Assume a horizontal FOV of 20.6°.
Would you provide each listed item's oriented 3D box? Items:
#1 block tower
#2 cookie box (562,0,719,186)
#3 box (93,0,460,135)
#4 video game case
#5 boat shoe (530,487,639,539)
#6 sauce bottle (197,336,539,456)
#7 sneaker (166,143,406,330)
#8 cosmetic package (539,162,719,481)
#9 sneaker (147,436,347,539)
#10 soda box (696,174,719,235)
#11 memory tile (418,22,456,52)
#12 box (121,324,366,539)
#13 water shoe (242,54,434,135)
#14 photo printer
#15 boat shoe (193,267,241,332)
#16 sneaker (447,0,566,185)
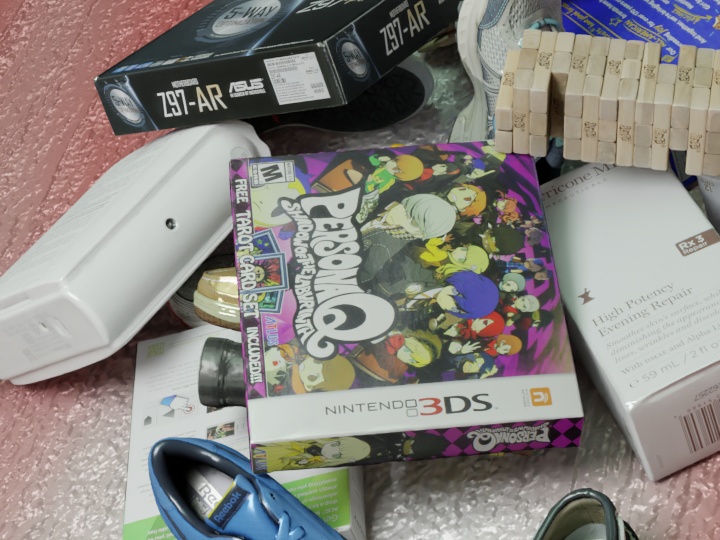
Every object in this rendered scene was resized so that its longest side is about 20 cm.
[{"bbox_3d":[0.179,-0.092,1.131,0.199,0.054,0.058,6,49,10],"label":"block tower"},{"bbox_3d":[0.217,-0.153,1.298,0.200,0.075,0.171,-32,40,-8],"label":"cookie box"},{"bbox_3d":[-0.052,-0.149,1.306,0.200,0.044,0.160,-3,26,38],"label":"box"},{"bbox_3d":[0.021,0.015,1.111,0.181,0.036,0.200,-4,53,-3],"label":"video game case"},{"bbox_3d":[0.093,0.200,0.992,0.075,0.060,0.200,-4,45,23],"label":"boat shoe"},{"bbox_3d":[0.007,0.068,1.137,0.199,0.065,0.065,4,46,8],"label":"sauce bottle"},{"bbox_3d":[-0.037,-0.024,1.281,0.200,0.082,0.078,-25,41,5],"label":"sneaker"},{"bbox_3d":[0.167,0.017,1.144,0.101,0.074,0.200,-25,41,-1],"label":"cosmetic package"},{"bbox_3d":[-0.041,0.157,1.063,0.200,0.078,0.066,36,80,26],"label":"sneaker"},{"bbox_3d":[0.296,-0.030,1.136,0.200,0.064,0.068,21,57,40],"label":"soda box"},{"bbox_3d":[0.117,-0.198,1.366,0.153,0.017,0.200,-33,7,-9],"label":"memory tile"},{"bbox_3d":[-0.070,0.105,1.197,0.144,0.036,0.200,-15,40,12],"label":"box"},{"bbox_3d":[-0.040,-0.144,1.422,0.199,0.072,0.079,-5,42,22],"label":"water shoe"},{"bbox_3d":[-0.153,-0.019,1.299,0.166,0.070,0.200,-19,25,52],"label":"photo printer"},{"bbox_3d":[0.000,0.000,1.190,0.199,0.076,0.072,1,14,-9],"label":"boat shoe"},{"bbox_3d":[0.111,-0.112,1.228,0.077,0.200,0.086,-28,49,-30],"label":"sneaker"}]
